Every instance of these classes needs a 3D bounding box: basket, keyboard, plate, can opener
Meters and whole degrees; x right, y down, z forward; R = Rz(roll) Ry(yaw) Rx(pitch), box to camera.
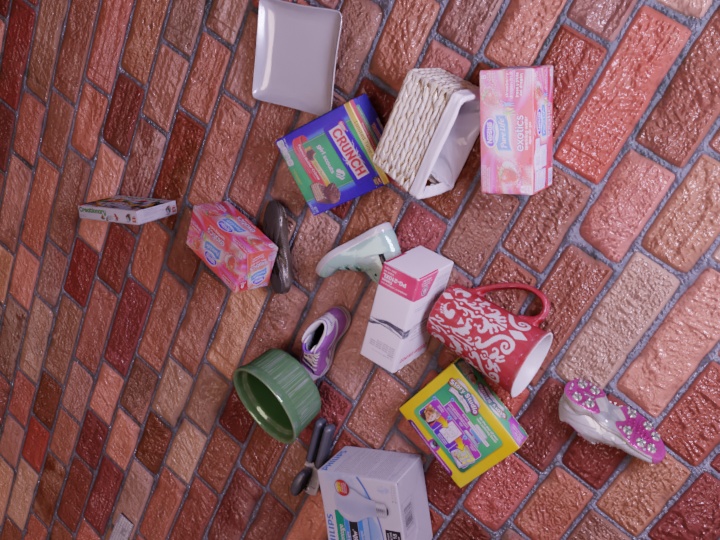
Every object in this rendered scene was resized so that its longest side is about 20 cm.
[{"bbox_3d":[0.125,-0.247,1.390,0.123,0.135,0.202,38,121,22],"label":"basket"},{"bbox_3d":[-0.711,0.792,2.314,0.056,0.011,0.201,38,121,18],"label":"keyboard"},{"bbox_3d":[-0.122,-0.422,1.556,0.198,0.032,0.202,19,114,27],"label":"plate"},{"bbox_3d":[-0.104,0.430,1.785,0.052,0.066,0.202,27,113,24],"label":"can opener"}]

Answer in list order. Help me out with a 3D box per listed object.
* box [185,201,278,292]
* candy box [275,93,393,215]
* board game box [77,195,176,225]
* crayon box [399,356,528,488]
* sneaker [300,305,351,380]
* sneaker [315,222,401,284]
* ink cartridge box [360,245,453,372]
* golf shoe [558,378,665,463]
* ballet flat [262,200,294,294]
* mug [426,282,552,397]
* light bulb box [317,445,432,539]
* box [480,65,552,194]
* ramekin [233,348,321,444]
[{"bbox_3d":[-0.281,-0.054,1.707,0.200,0.094,0.104,41,126,31],"label":"box"},{"bbox_3d":[-0.041,-0.220,1.523,0.198,0.077,0.170,-20,104,35],"label":"candy box"},{"bbox_3d":[-0.548,-0.144,1.857,0.198,0.126,0.035,8,109,30],"label":"board game box"},{"bbox_3d":[0.200,0.297,1.549,0.201,0.058,0.173,51,123,9],"label":"crayon box"},{"bbox_3d":[-0.102,0.167,1.672,0.072,0.114,0.202,34,121,17],"label":"sneaker"},{"bbox_3d":[0.000,0.000,1.575,0.199,0.073,0.119,-29,82,33],"label":"sneaker"},{"bbox_3d":[0.087,0.072,1.500,0.084,0.144,0.202,27,117,25],"label":"ink cartridge box"},{"bbox_3d":[0.438,0.277,1.391,0.199,0.075,0.092,37,136,21],"label":"golf shoe"},{"bbox_3d":[-0.171,-0.050,1.698,0.067,0.046,0.203,3,101,52],"label":"ballet flat"},{"bbox_3d":[0.243,0.105,1.446,0.199,0.178,0.134,32,156,26],"label":"mug"},{"bbox_3d":[0.031,0.497,1.677,0.198,0.124,0.201,-1,104,32],"label":"light bulb box"},{"bbox_3d":[0.260,-0.234,1.314,0.094,0.102,0.203,6,108,31],"label":"box"},{"bbox_3d":[-0.177,0.268,1.723,0.199,0.097,0.202,33,144,29],"label":"ramekin"}]
